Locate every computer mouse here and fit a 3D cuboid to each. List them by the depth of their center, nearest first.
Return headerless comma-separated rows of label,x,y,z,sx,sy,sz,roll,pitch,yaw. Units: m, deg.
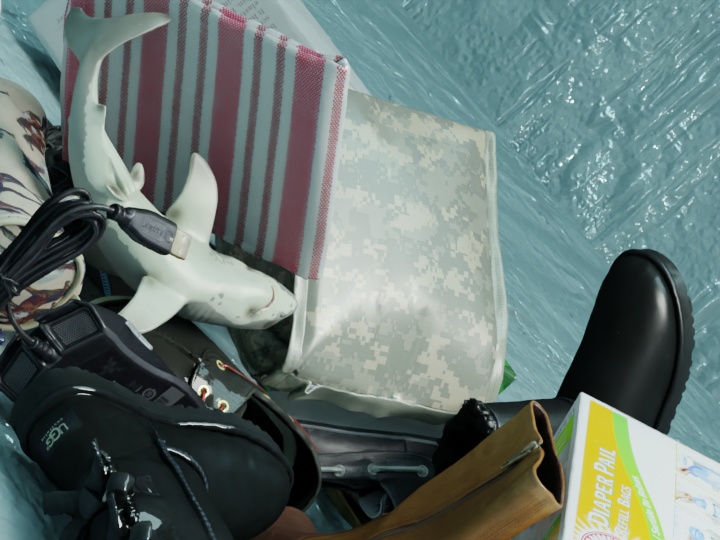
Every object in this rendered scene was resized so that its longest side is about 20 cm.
computer mouse,-0.135,0.028,1.343,0.200,0.140,0.046,37,13,-44

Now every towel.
towel,-0.092,-0.095,1.466,0.200,0.147,0.030,26,39,24

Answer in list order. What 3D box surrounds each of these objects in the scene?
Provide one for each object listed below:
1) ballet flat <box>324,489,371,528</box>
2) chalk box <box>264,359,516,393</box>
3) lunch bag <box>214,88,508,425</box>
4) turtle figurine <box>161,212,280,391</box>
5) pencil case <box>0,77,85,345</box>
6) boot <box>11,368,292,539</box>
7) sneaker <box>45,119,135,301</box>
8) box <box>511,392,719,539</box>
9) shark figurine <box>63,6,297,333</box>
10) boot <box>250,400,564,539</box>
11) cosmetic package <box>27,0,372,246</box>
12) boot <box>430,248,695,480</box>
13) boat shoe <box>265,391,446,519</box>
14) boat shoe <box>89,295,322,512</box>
ballet flat,0.023,0.153,1.668,0.200,0.069,0.063,56,-15,35
chalk box,-0.008,0.040,1.814,0.200,0.124,0.125,37,16,-45
lunch bag,0.000,0.000,1.574,0.164,0.118,0.200,15,60,-34
turtle figurine,-0.133,-0.027,1.703,0.144,0.200,0.194,3,12,-33
pencil case,-0.209,-0.040,1.455,0.089,0.078,0.200,55,6,-33
boot,-0.085,0.138,1.298,0.198,0.073,0.163,27,20,-44
sneaker,-0.174,-0.055,1.580,0.200,0.082,0.073,49,37,11
box,0.135,0.174,1.395,0.101,0.113,0.200,27,26,-4
shark figurine,-0.139,-0.040,1.433,0.128,0.089,0.215,-33,99,-36
boot,0.019,0.135,1.404,0.068,0.200,0.188,45,12,-13
cosmetic package,-0.112,-0.148,1.918,0.200,0.167,0.166,55,7,28
boot,0.120,0.089,1.558,0.162,0.199,0.073,-6,23,-42
boat shoe,0.020,0.126,1.607,0.200,0.068,0.072,12,-18,-20
boat shoe,-0.094,0.080,1.473,0.063,0.074,0.201,33,-8,48
